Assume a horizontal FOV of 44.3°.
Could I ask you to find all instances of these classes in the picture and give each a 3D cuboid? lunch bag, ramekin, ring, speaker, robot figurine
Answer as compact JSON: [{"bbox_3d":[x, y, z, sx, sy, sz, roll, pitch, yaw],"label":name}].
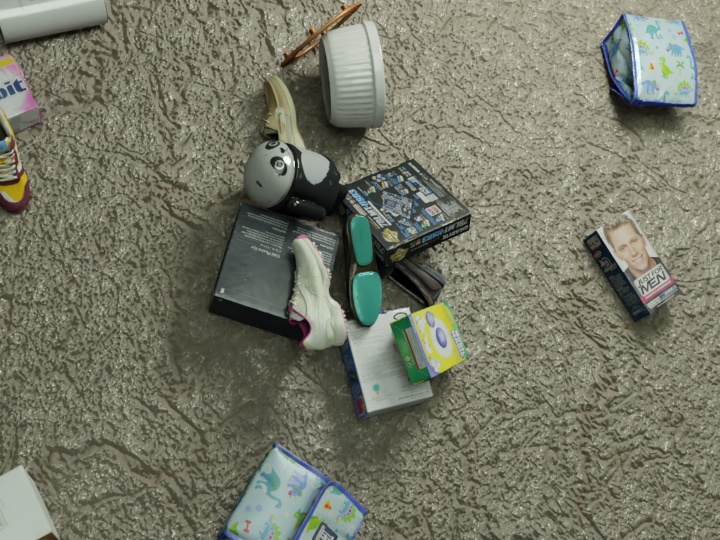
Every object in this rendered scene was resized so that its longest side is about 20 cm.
[{"bbox_3d":[-0.108,0.415,1.449,0.198,0.128,0.172,35,64,-2],"label":"lunch bag"},{"bbox_3d":[-0.019,-0.372,1.712,0.102,0.201,0.205,-7,74,-7],"label":"ramekin"},{"bbox_3d":[-0.080,-0.461,1.717,0.200,0.200,0.019,-42,99,-23],"label":"ring"},{"bbox_3d":[0.645,-0.448,1.955,0.166,0.128,0.204,-1,63,-16],"label":"lunch bag"},{"bbox_3d":[-0.579,-0.483,1.649,0.196,0.081,0.083,-19,78,-20],"label":"speaker"},{"bbox_3d":[-0.117,-0.161,1.599,0.197,0.149,0.128,13,89,-40],"label":"robot figurine"}]

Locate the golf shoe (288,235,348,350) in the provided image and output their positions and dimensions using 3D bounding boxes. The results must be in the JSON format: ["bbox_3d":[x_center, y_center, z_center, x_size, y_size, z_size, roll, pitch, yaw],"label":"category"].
[{"bbox_3d":[-0.089,0.039,1.506,0.090,0.075,0.204,-17,77,-17],"label":"golf shoe"}]

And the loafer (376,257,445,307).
[{"bbox_3d":[0.069,-0.001,1.679,0.197,0.072,0.064,29,70,-8],"label":"loafer"}]

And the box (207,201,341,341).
[{"bbox_3d":[-0.155,0.006,1.593,0.196,0.104,0.186,19,67,-9],"label":"box"}]

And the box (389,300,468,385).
[{"bbox_3d":[0.133,0.127,1.604,0.199,0.048,0.120,-14,82,-62],"label":"box"}]

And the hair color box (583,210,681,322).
[{"bbox_3d":[0.559,-0.010,1.822,0.099,0.061,0.202,-28,81,-22],"label":"hair color box"}]

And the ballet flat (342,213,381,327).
[{"bbox_3d":[0.000,0.000,1.597,0.066,0.068,0.206,-2,87,-22],"label":"ballet flat"}]

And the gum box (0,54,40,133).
[{"bbox_3d":[-0.675,-0.289,1.565,0.197,0.066,0.115,-28,83,-22],"label":"gum box"}]

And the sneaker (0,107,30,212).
[{"bbox_3d":[-0.614,-0.192,1.502,0.074,0.090,0.204,-24,111,-22],"label":"sneaker"}]

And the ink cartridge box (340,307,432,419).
[{"bbox_3d":[0.039,0.153,1.614,0.133,0.076,0.205,-10,76,-19],"label":"ink cartridge box"}]

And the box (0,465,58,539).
[{"bbox_3d":[-0.540,0.385,1.307,0.150,0.200,0.108,-27,79,-22],"label":"box"}]

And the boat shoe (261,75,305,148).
[{"bbox_3d":[-0.158,-0.279,1.707,0.064,0.072,0.205,-14,82,-20],"label":"boat shoe"}]

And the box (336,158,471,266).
[{"bbox_3d":[0.076,-0.115,1.674,0.195,0.050,0.200,-24,49,-23],"label":"box"}]
